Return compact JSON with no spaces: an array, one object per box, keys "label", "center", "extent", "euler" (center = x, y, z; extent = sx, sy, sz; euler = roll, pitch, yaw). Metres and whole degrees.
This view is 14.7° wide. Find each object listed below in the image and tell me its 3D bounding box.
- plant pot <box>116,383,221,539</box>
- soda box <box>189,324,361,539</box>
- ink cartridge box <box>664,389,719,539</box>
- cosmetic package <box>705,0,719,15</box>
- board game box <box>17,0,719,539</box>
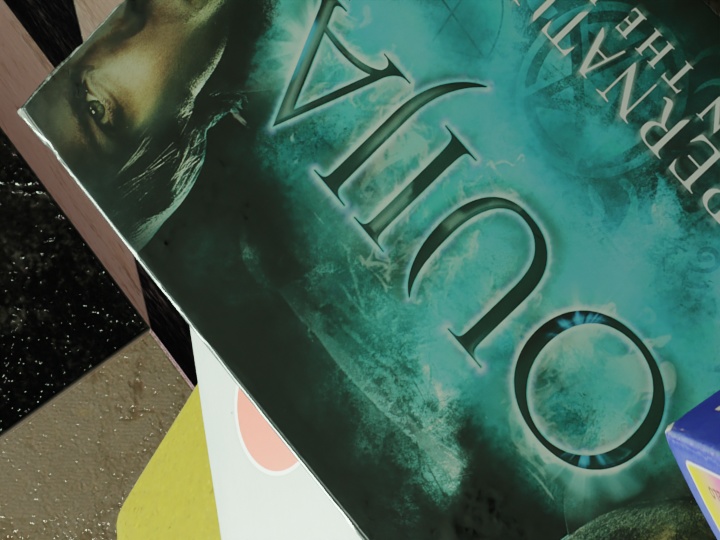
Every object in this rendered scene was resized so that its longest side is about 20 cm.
[{"label":"plant pot","center":[0.025,0.111,1.056],"extent":[0.200,0.196,0.194],"euler":[41,-165,33]},{"label":"soda box","center":[0.000,0.000,0.687],"extent":[0.063,0.068,0.200],"euler":[-25,69,47]},{"label":"ink cartridge box","center":[0.141,0.028,0.438],"extent":[0.076,0.200,0.136],"euler":[57,170,-15]},{"label":"cosmetic package","center":[0.064,-0.122,0.678],"extent":[0.200,0.071,0.105],"euler":[48,169,32]},{"label":"board game box","center":[0.029,-0.011,0.613],"extent":[0.200,0.135,0.028],"euler":[49,-170,23]}]
